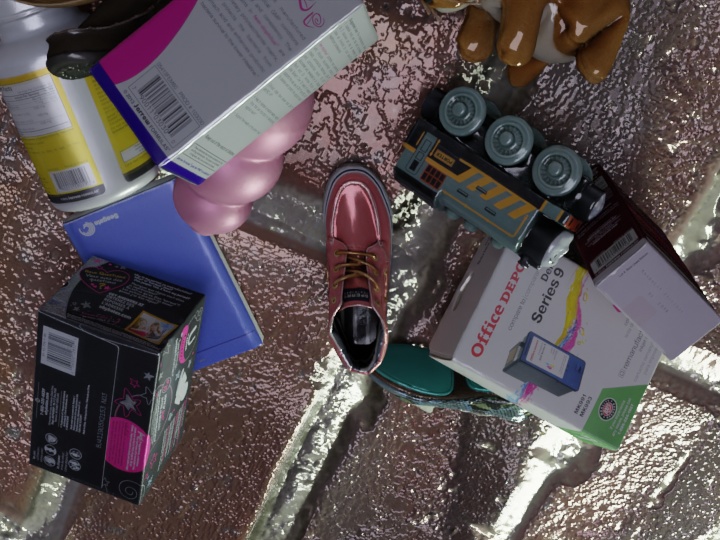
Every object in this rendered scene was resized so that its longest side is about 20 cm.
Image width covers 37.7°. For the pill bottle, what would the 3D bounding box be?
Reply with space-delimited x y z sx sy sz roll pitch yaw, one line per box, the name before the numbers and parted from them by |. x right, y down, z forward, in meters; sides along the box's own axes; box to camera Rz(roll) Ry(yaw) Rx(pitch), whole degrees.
pill bottle | -0.266 -0.164 0.963 0.111 0.112 0.201 -15 113 7

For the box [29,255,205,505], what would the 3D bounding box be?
box | -0.246 0.109 1.057 0.131 0.115 0.201 19 122 7

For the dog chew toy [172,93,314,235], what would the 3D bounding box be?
dog chew toy | -0.121 -0.120 0.983 0.124 0.125 0.201 20 121 -9

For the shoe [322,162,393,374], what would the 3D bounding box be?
shoe | 0.000 0.000 1.047 0.071 0.091 0.201 -2 114 1

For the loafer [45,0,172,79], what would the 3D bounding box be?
loafer | -0.201 -0.216 0.906 0.073 0.200 0.072 -7 109 31

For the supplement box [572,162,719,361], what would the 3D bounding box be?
supplement box | 0.253 -0.014 0.982 0.109 0.200 0.061 42 109 -17

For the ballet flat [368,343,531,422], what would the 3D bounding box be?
ballet flat | 0.098 0.127 1.121 0.198 0.074 0.075 10 114 0

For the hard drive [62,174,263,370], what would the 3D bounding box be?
hard drive | -0.201 0.012 1.088 0.131 0.025 0.201 -20 113 9

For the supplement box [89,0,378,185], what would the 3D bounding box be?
supplement box | -0.096 -0.174 0.844 0.200 0.103 0.101 -38 81 5

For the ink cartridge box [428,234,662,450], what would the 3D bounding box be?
ink cartridge box | 0.190 0.068 1.053 0.199 0.087 0.146 29 83 -10

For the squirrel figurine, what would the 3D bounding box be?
squirrel figurine | 0.135 -0.272 0.896 0.186 0.141 0.201 24 95 -24

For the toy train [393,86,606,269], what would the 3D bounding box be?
toy train | 0.126 -0.088 0.982 0.199 0.085 0.114 35 101 18

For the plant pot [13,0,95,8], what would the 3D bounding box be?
plant pot | -0.234 -0.300 0.887 0.199 0.201 0.028 -14 156 6
